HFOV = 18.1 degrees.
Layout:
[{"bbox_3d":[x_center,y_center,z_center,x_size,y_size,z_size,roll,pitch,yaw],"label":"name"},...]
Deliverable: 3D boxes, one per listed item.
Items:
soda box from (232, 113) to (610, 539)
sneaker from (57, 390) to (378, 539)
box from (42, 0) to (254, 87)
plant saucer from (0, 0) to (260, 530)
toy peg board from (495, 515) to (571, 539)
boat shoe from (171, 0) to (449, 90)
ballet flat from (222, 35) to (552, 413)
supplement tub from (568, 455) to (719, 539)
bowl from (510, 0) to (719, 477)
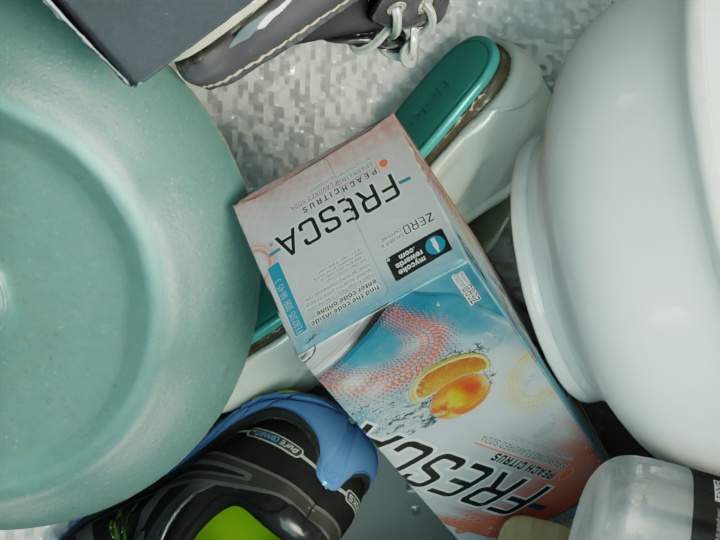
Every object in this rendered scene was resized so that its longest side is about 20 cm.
[{"bbox_3d":[0.030,0.033,0.787,0.063,0.069,0.200,-30,145,6],"label":"soda box"},{"bbox_3d":[-0.072,0.119,0.843,0.071,0.083,0.199,40,126,-12],"label":"sneaker"},{"bbox_3d":[-0.053,-0.203,0.696,0.199,0.197,0.124,-35,139,5],"label":"box"},{"bbox_3d":[-0.133,0.004,0.744,0.198,0.036,0.202,1,112,4],"label":"plant saucer"},{"bbox_3d":[0.117,0.219,0.807,0.198,0.098,0.201,16,69,3],"label":"toy peg board"},{"bbox_3d":[0.018,-0.103,0.765,0.200,0.072,0.063,-37,107,-33],"label":"boat shoe"},{"bbox_3d":[0.000,0.000,0.843,0.200,0.069,0.069,-43,101,9],"label":"ballet flat"},{"bbox_3d":[0.158,0.140,0.721,0.198,0.123,0.123,14,104,3],"label":"supplement tub"},{"bbox_3d":[0.110,-0.010,0.784,0.090,0.201,0.202,-12,106,23],"label":"bowl"}]
